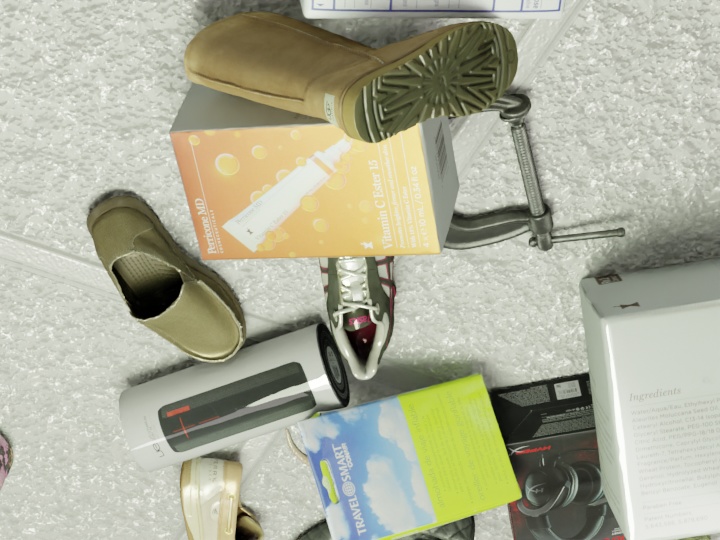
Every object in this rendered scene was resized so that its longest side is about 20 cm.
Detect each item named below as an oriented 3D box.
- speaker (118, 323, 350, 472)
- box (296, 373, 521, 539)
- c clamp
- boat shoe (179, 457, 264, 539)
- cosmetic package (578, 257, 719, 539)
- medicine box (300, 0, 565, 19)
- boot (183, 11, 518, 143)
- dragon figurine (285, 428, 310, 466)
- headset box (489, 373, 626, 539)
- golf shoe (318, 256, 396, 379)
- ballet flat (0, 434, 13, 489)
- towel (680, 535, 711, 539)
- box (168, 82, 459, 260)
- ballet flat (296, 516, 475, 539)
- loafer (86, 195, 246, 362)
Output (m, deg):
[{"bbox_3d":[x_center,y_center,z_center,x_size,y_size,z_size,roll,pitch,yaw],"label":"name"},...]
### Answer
[{"bbox_3d":[-0.115,0.115,1.724,0.198,0.082,0.081,-18,132,11],"label":"speaker"},{"bbox_3d":[0.037,0.173,1.705,0.199,0.123,0.048,-12,167,-30],"label":"box"},{"bbox_3d":[0.118,-0.083,1.611,0.169,0.027,0.201,-14,134,13],"label":"c clamp"},{"bbox_3d":[-0.128,0.261,1.858,0.069,0.074,0.201,-4,132,5],"label":"boat shoe"},{"bbox_3d":[0.287,0.107,1.653,0.163,0.165,0.202,-8,101,1],"label":"cosmetic package"},{"bbox_3d":[0.055,-0.282,1.366,0.198,0.103,0.183,-1,133,-6],"label":"medicine box"},{"bbox_3d":[-0.008,-0.161,1.429,0.174,0.199,0.067,-20,118,-35],"label":"boot"},{"bbox_3d":[0.014,0.172,1.785,0.198,0.100,0.059,13,117,-14],"label":"dragon figurine"},{"bbox_3d":[0.210,0.196,1.836,0.147,0.078,0.201,-9,131,2],"label":"headset box"},{"bbox_3d":[0.000,0.000,1.628,0.076,0.088,0.201,-8,131,3],"label":"golf shoe"},{"bbox_3d":[-0.377,0.141,1.722,0.069,0.071,0.201,-20,131,13],"label":"ballet flat"},{"bbox_3d":[0.259,0.315,1.977,0.198,0.037,0.149,-3,132,-3],"label":"towel"},{"bbox_3d":[-0.033,-0.087,1.498,0.198,0.098,0.125,-2,126,15],"label":"box"},{"bbox_3d":[0.017,0.270,1.894,0.198,0.057,0.067,-17,131,9],"label":"ballet flat"},{"bbox_3d":[-0.167,0.022,1.640,0.076,0.068,0.200,-29,129,19],"label":"loafer"}]
